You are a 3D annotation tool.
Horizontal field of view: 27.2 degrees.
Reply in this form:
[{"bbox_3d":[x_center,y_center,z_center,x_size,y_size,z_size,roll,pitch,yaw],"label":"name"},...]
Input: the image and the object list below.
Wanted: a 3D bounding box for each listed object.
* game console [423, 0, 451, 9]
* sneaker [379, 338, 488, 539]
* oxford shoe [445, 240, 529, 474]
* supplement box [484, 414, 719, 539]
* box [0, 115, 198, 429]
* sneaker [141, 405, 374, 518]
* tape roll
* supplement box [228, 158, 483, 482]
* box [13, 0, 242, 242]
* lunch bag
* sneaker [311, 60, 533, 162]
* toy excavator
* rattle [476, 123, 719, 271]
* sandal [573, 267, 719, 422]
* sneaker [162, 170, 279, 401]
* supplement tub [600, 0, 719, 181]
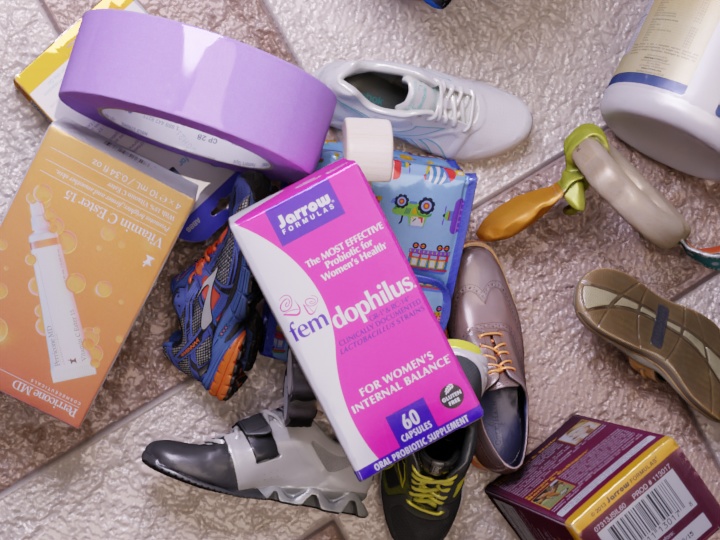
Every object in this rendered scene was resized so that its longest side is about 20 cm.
[{"bbox_3d":[0.034,-0.335,1.241,0.200,0.171,0.118,41,107,-10],"label":"game console"},{"bbox_3d":[0.054,0.156,1.220,0.074,0.085,0.201,10,115,3],"label":"sneaker"},{"bbox_3d":[0.116,0.073,1.271,0.071,0.073,0.202,-10,91,-13],"label":"oxford shoe"},{"bbox_3d":[0.196,0.192,1.224,0.110,0.200,0.086,-37,98,-11],"label":"supplement box"},{"bbox_3d":[-0.224,-0.001,1.156,0.124,0.097,0.201,27,96,-9],"label":"box"},{"bbox_3d":[-0.081,0.145,1.226,0.199,0.074,0.089,12,87,-23],"label":"sneaker"},{"bbox_3d":[-0.121,-0.128,1.114,0.199,0.200,0.066,18,84,-13],"label":"tape roll"},{"bbox_3d":[-0.006,0.031,1.057,0.101,0.103,0.201,-28,96,-2],"label":"supplement box"},{"bbox_3d":[-0.174,-0.119,1.223,0.119,0.041,0.200,-43,101,-11],"label":"box"},{"bbox_3d":[0.000,0.000,1.249,0.149,0.094,0.202,7,101,-11],"label":"lunch bag"},{"bbox_3d":[0.057,-0.136,1.259,0.199,0.080,0.071,8,85,-15],"label":"sneaker"},{"bbox_3d":[-0.008,0.006,1.163,0.099,0.195,0.201,1,67,-7],"label":"toy excavator"},{"bbox_3d":[0.226,-0.023,1.304,0.200,0.130,0.143,36,91,-36],"label":"rattle"},{"bbox_3d":[0.259,0.065,1.314,0.199,0.054,0.081,32,63,-18],"label":"sandal"},{"bbox_3d":[-0.113,0.011,1.185,0.078,0.075,0.201,21,116,8],"label":"sneaker"},{"bbox_3d":[0.309,-0.194,1.287,0.144,0.144,0.201,29,83,-11],"label":"supplement tub"}]
